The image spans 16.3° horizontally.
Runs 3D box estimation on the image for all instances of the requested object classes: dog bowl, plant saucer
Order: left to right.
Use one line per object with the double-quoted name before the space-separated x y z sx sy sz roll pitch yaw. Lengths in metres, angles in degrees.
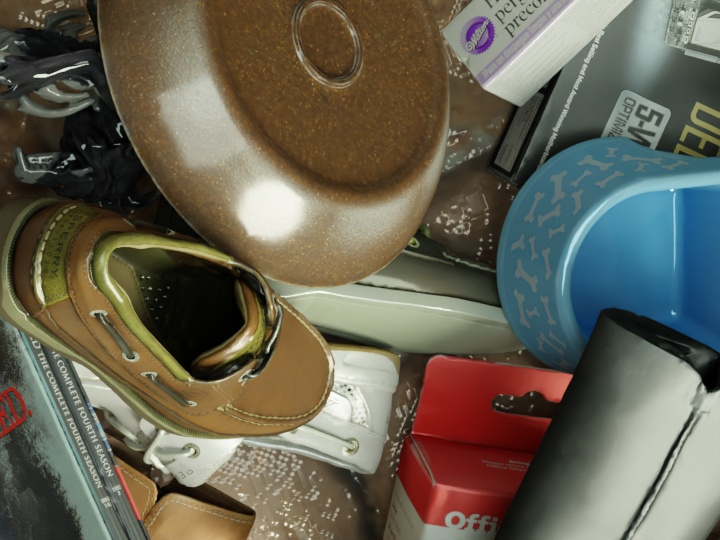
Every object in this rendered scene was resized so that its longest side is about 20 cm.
"plant saucer" -0.025 -0.094 1.083 0.200 0.037 0.201 18 63 -39
"dog bowl" 0.163 -0.006 1.134 0.199 0.050 0.112 -6 104 -18

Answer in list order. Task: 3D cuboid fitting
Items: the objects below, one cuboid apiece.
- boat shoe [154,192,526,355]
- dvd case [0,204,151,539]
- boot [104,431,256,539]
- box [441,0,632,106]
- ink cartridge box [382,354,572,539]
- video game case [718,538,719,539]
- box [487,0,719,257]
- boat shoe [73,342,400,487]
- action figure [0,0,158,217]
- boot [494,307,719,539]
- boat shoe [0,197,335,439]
"boat shoe" 0.001 -0.001 1.150 0.201 0.072 0.061 9 69 -21
"dvd case" -0.156 0.070 1.070 0.022 0.146 0.201 -20 84 -36
"boot" -0.086 0.176 1.165 0.200 0.077 0.156 30 95 -3
"box" 0.123 -0.155 1.104 0.200 0.041 0.039 -44 61 18
"ink cartridge box" 0.070 0.149 1.180 0.116 0.067 0.201 8 105 -12
"video game case" 0.262 0.142 1.167 0.182 0.022 0.200 32 121 -29
"box" 0.171 -0.103 1.176 0.157 0.050 0.201 24 94 -15
"boat shoe" -0.074 0.062 1.126 0.199 0.071 0.070 6 84 -24
"action figure" -0.134 -0.101 1.084 0.102 0.119 0.201 -9 89 -10
"boot" 0.070 0.106 1.086 0.164 0.066 0.200 21 112 -27
"boat shoe" -0.066 0.028 1.025 0.200 0.068 0.072 24 75 -50
